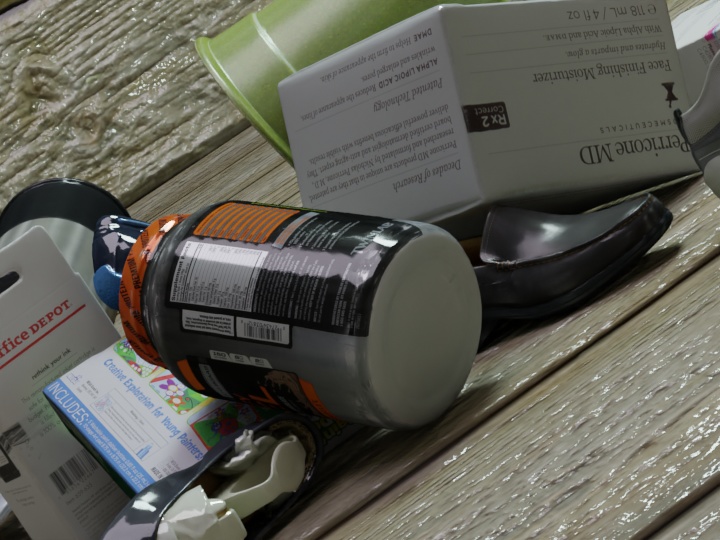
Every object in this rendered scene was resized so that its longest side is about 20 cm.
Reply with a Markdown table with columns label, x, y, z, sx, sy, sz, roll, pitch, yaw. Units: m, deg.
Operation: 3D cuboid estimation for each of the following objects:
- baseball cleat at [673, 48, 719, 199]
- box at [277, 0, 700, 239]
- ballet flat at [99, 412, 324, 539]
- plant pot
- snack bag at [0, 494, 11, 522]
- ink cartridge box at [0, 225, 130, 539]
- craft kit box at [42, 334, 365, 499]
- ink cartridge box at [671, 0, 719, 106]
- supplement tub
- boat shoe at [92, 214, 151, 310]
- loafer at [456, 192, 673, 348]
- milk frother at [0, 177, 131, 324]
| label | x | y | z | sx | sy | sz | roll | pitch | yaw |
| --- | --- | --- | --- | --- | --- | --- | --- | --- | --- |
| baseball cleat | 0.274 | -0.117 | 1.415 | 0.200 | 0.107 | 0.070 | -29 | 5 | 6 |
| box | 0.085 | -0.096 | 1.665 | 0.199 | 0.131 | 0.200 | -10 | -6 | -36 |
| ballet flat | -0.082 | 0.137 | 1.403 | 0.073 | 0.073 | 0.200 | -25 | 10 | 40 |
| plant pot | 0.014 | -0.163 | 1.844 | 0.190 | 0.200 | 0.200 | -43 | 8 | 8 |
| snack bag | -0.331 | 0.219 | 1.846 | 0.200 | 0.021 | 0.189 | -45 | 10 | -11 |
| ink cartridge box | -0.216 | 0.084 | 1.707 | 0.116 | 0.200 | 0.067 | -38 | 10 | -31 |
| craft kit box | -0.082 | 0.072 | 1.598 | 0.197 | 0.049 | 0.200 | -37 | 33 | -10 |
| ink cartridge box | 0.287 | -0.164 | 1.737 | 0.200 | 0.067 | 0.116 | -23 | 14 | 46 |
| supplement tub | -0.039 | 0.023 | 1.482 | 0.200 | 0.123 | 0.122 | 8 | 34 | 37 |
| boat shoe | -0.093 | -0.008 | 1.730 | 0.200 | 0.069 | 0.084 | 12 | -36 | -41 |
| loafer | 0.099 | -0.007 | 1.534 | 0.200 | 0.072 | 0.073 | -26 | 10 | 30 |
| milk frother | -0.190 | 0.036 | 1.906 | 0.200 | 0.181 | 0.188 | -8 | 22 | 5 |
